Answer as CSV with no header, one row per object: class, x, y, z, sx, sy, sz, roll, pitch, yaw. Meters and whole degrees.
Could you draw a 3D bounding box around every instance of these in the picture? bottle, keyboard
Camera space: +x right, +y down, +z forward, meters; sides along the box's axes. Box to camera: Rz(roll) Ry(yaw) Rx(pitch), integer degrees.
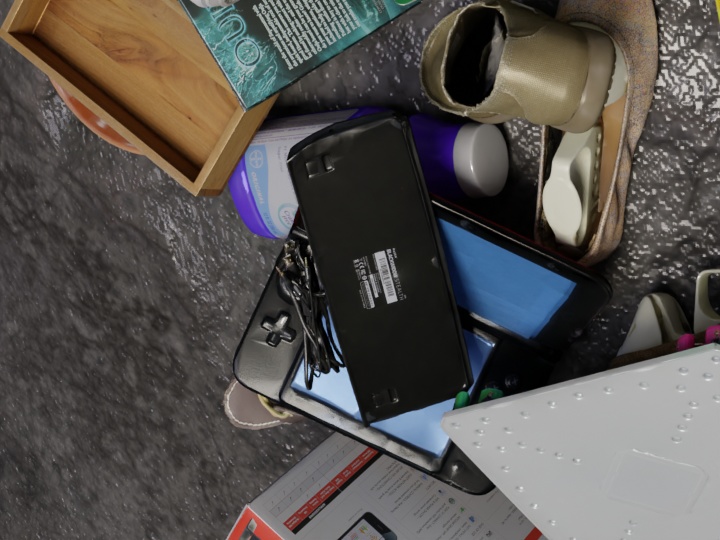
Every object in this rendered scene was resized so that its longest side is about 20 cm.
bottle,0.003,-0.066,0.970,0.199,0.065,0.084,-1,116,36
keyboard,0.000,0.000,0.884,0.103,0.040,0.201,-16,117,-1

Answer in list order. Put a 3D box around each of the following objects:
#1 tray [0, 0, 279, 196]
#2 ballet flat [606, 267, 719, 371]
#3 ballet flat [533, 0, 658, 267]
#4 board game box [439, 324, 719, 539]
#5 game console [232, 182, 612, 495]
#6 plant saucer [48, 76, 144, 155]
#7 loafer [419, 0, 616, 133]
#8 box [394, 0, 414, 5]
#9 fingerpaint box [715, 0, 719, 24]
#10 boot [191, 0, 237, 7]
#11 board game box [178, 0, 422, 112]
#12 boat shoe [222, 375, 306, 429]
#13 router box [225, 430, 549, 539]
tray,-0.151,-0.149,0.997,0.200,0.037,0.099,39,108,19
ballet flat,0.210,0.039,0.878,0.199,0.068,0.073,-28,74,41
ballet flat,0.135,-0.088,0.863,0.068,0.067,0.202,13,118,30
board game box,0.182,0.122,0.895,0.199,0.026,0.200,-19,128,37
game console,0.031,0.040,0.922,0.199,0.119,0.173,25,94,0
plant saucer,-0.162,-0.184,1.057,0.199,0.032,0.202,16,120,30
loafer,0.075,-0.124,0.835,0.200,0.067,0.077,22,97,68
box,0.030,-0.261,0.811,0.117,0.048,0.201,-24,90,-4
fingerpaint box,0.263,-0.165,0.728,0.166,0.073,0.202,-3,110,37
boot,-0.010,-0.211,0.857,0.096,0.074,0.200,44,94,6
board game box,-0.069,-0.219,0.911,0.135,0.028,0.201,-31,98,0
boat shoe,-0.042,0.077,1.075,0.199,0.059,0.072,-27,95,41
router box,0.036,0.182,0.977,0.179,0.200,0.049,41,128,13
